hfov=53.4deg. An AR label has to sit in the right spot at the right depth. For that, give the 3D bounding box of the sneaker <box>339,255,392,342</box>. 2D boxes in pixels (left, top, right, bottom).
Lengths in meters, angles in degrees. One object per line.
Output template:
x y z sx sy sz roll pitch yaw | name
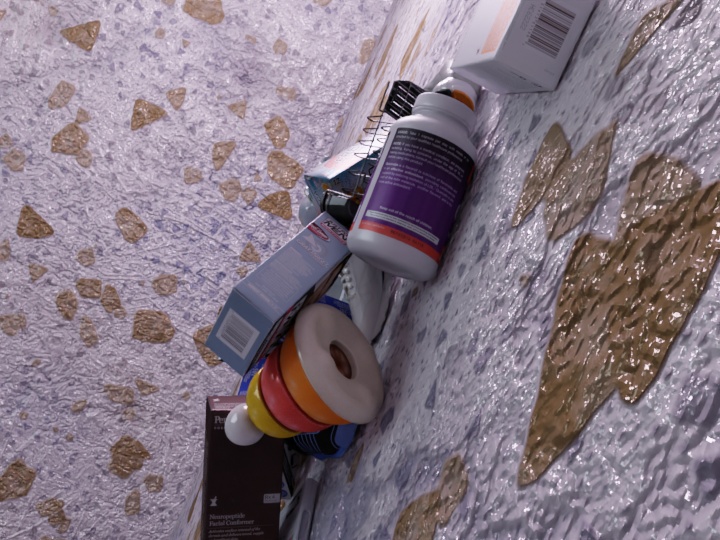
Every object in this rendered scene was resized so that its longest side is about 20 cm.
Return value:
0.000 0.000 0.994 0.076 0.079 0.204 153 124 -67 | sneaker

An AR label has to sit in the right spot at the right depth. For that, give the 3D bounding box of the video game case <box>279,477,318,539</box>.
-0.114 0.403 0.949 0.183 0.022 0.201 -79 16 -49 | video game case

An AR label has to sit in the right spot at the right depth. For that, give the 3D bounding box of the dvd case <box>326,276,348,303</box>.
-0.068 0.105 1.095 0.149 0.025 0.203 9 80 46 | dvd case

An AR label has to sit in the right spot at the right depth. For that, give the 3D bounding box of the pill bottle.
0.066 -0.097 0.833 0.112 0.111 0.203 165 128 -77 | pill bottle

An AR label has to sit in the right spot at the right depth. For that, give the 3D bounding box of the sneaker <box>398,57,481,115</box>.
0.124 -0.250 1.014 0.093 0.075 0.200 -61 17 -11 | sneaker

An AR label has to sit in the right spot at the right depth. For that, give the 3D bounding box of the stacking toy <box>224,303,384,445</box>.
-0.084 0.144 0.836 0.199 0.146 0.147 -34 25 24 | stacking toy

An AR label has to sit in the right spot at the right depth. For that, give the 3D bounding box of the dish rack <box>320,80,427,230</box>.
0.047 -0.133 0.919 0.054 0.152 0.203 14 81 47 | dish rack

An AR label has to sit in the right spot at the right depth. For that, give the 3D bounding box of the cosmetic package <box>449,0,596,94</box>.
0.166 -0.252 0.765 0.200 0.070 0.103 -114 48 -77 | cosmetic package

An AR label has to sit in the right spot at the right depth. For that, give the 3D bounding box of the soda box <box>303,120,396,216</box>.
0.021 -0.141 0.970 0.199 0.069 0.063 -35 31 -29 | soda box

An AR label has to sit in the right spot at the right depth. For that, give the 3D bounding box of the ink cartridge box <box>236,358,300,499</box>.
-0.133 0.237 1.057 0.095 0.043 0.202 -81 -16 -53 | ink cartridge box

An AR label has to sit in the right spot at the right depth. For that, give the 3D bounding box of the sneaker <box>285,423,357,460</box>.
-0.060 0.203 0.933 0.200 0.077 0.071 129 161 -58 | sneaker

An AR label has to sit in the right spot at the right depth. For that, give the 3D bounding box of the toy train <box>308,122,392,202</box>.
0.003 -0.146 1.029 0.199 0.041 0.057 -39 -42 -26 | toy train

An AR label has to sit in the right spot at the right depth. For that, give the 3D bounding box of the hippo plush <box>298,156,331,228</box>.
-0.018 -0.084 1.097 0.201 0.159 0.161 123 166 -45 | hippo plush

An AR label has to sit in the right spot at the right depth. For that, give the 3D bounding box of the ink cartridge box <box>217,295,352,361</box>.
-0.110 0.092 1.044 0.198 0.093 0.045 -27 57 34 | ink cartridge box

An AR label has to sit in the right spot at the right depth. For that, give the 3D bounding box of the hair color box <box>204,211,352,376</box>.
-0.085 0.022 0.823 0.099 0.060 0.200 -56 -6 39 | hair color box

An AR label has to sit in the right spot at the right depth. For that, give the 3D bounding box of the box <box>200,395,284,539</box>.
-0.153 0.269 0.926 0.075 0.098 0.204 -168 80 -74 | box
